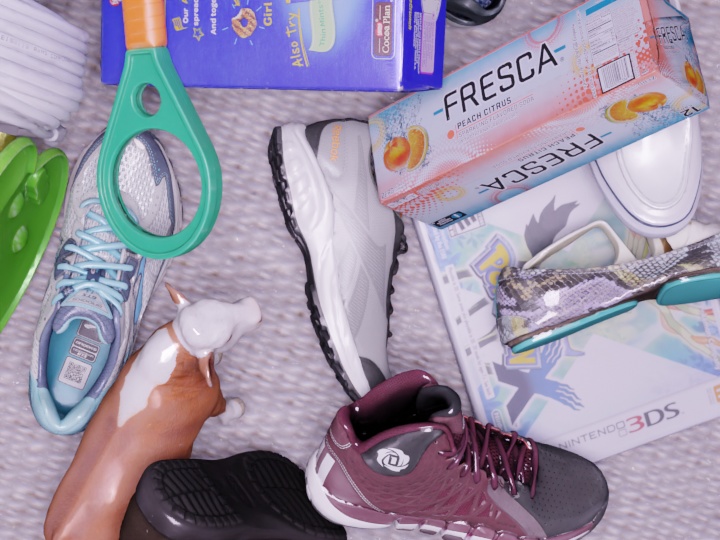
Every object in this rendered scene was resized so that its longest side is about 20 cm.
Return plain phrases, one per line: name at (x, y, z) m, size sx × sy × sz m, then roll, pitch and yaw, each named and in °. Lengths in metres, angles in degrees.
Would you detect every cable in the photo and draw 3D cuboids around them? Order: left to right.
cable at (-0.246, -0.132, 0.757) m, size 0.198 × 0.200 × 0.070 m, roll 18°, pitch 88°, yaw -16°

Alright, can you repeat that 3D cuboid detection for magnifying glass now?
magnifying glass at (-0.121, -0.107, 0.799) m, size 0.079 × 0.022 × 0.203 m, roll 0°, pitch 100°, yaw 25°

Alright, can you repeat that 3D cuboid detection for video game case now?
video game case at (0.147, 0.026, 0.919) m, size 0.180 × 0.022 × 0.202 m, roll -19°, pitch 98°, yaw -3°

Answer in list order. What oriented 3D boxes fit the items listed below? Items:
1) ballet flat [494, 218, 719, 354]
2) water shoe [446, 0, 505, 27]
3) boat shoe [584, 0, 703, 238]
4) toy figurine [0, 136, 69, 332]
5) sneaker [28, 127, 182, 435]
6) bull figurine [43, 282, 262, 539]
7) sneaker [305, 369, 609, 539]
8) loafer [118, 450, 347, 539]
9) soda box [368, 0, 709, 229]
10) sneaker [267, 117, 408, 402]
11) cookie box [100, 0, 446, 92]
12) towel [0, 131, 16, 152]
ballet flat at (0.178, -0.004, 0.878) m, size 0.198 × 0.072 × 0.073 m, roll -14°, pitch 98°, yaw -5°
water shoe at (0.027, -0.240, 0.848) m, size 0.071 × 0.079 × 0.200 m, roll -42°, pitch 99°, yaw 0°
boat shoe at (0.169, -0.123, 0.852) m, size 0.073 × 0.067 × 0.202 m, roll -10°, pitch 77°, yaw 1°
toy figurine at (-0.281, -0.050, 0.782) m, size 0.183 × 0.200 × 0.151 m, roll 26°, pitch 68°, yaw -1°
sneaker at (-0.158, 0.010, 0.855) m, size 0.077 × 0.086 × 0.202 m, roll 12°, pitch 95°, yaw -7°
bull figurine at (-0.122, 0.094, 0.845) m, size 0.065 × 0.121 × 0.201 m, roll 37°, pitch 95°, yaw 19°
sneaker at (0.070, 0.115, 0.845) m, size 0.197 × 0.076 × 0.116 m, roll 4°, pitch 140°, yaw -10°
loafer at (-0.082, 0.157, 0.846) m, size 0.071 × 0.199 × 0.073 m, roll -47°, pitch 58°, yaw 15°
soda box at (0.101, -0.094, 0.818) m, size 0.199 × 0.068 × 0.064 m, roll -23°, pitch 62°, yaw 34°
sneaker at (0.000, 0.000, 0.878) m, size 0.078 × 0.074 × 0.203 m, roll -14°, pitch 97°, yaw -9°
cookie box at (-0.051, -0.192, 0.807) m, size 0.198 × 0.075 × 0.173 m, roll 5°, pitch 98°, yaw 24°
towel at (-0.269, -0.069, 0.872) m, size 0.085 × 0.018 × 0.202 m, roll 22°, pitch 93°, yaw -13°
